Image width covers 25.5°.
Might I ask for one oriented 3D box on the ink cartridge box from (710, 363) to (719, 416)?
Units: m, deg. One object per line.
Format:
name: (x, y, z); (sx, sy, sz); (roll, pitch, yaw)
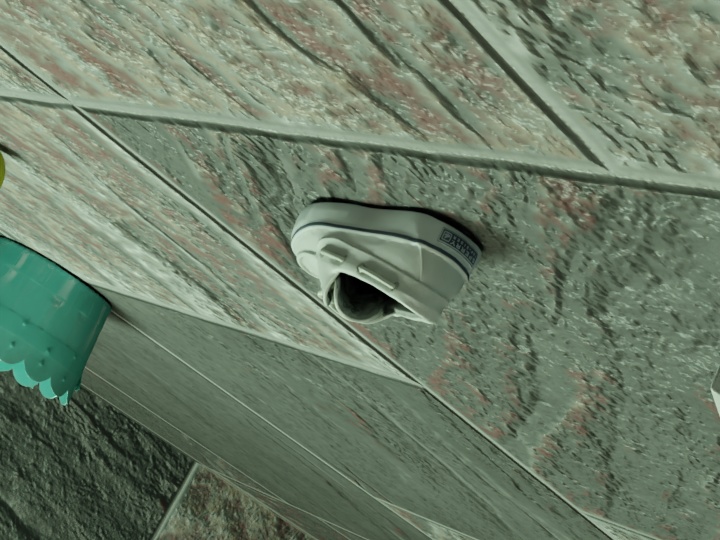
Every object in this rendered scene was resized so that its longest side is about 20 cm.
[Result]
ink cartridge box: (0.253, 0.082, 0.746); (0.143, 0.085, 0.200); (23, 164, 28)

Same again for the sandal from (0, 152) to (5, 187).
sandal: (-0.420, -0.115, 1.491); (0.199, 0.080, 0.087); (31, 171, 2)

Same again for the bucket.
bucket: (-0.421, 0.061, 2.000); (0.206, 0.136, 0.207); (29, 166, 8)

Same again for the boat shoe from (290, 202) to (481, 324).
boat shoe: (0.000, 0.000, 1.025); (0.073, 0.066, 0.200); (34, 166, -21)
